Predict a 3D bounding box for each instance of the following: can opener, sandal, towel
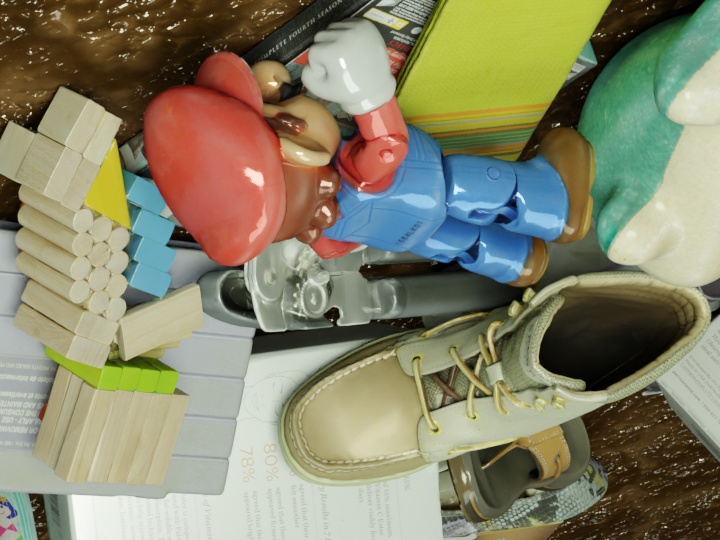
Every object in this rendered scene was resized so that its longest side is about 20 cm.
[{"bbox_3d":[0.000,0.000,1.177,0.067,0.054,0.199,-4,180,39],"label":"can opener"},{"bbox_3d":[0.099,0.098,1.366,0.054,0.082,0.200,-21,168,25],"label":"sandal"},{"bbox_3d":[0.056,-0.092,1.049,0.086,0.018,0.200,-8,152,-23],"label":"towel"}]

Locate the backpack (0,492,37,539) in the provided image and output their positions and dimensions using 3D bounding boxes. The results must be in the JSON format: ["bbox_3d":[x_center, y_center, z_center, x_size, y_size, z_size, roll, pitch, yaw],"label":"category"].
[{"bbox_3d":[-0.251,0.167,1.260,0.150,0.178,0.200,-1,153,-29],"label":"backpack"}]

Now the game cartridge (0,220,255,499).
[{"bbox_3d":[-0.148,0.044,1.137,0.199,0.038,0.130,7,104,-30],"label":"game cartridge"}]

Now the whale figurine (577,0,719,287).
[{"bbox_3d":[0.148,-0.076,1.056,0.159,0.104,0.200,-49,161,-6],"label":"whale figurine"}]

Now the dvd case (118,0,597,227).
[{"bbox_3d":[-0.009,-0.070,1.096,0.200,0.022,0.146,-34,148,32],"label":"dvd case"}]

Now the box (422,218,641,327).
[{"bbox_3d":[0.118,-0.008,1.239,0.199,0.039,0.041,-25,156,35],"label":"box"}]

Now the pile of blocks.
[{"bbox_3d":[-0.124,0.004,1.089,0.082,0.062,0.201,-21,122,-35],"label":"pile of blocks"}]

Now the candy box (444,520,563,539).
[{"bbox_3d":[0.018,0.170,1.546,0.199,0.056,0.116,0,149,-26],"label":"candy box"}]

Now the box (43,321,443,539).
[{"bbox_3d":[-0.066,0.102,1.258,0.199,0.125,0.097,-6,-176,-16],"label":"box"}]

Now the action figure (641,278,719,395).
[{"bbox_3d":[0.168,0.020,1.323,0.129,0.070,0.200,-10,158,-26],"label":"action figure"}]

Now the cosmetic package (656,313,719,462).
[{"bbox_3d":[0.259,0.026,1.258,0.200,0.085,0.108,-43,163,0],"label":"cosmetic package"}]

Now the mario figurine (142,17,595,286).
[{"bbox_3d":[0.000,-0.056,1.025,0.199,0.106,0.124,10,112,-27],"label":"mario figurine"}]

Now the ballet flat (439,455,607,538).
[{"bbox_3d":[0.080,0.128,1.481,0.199,0.072,0.072,-9,155,-31],"label":"ballet flat"}]

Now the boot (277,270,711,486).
[{"bbox_3d":[0.062,0.051,1.157,0.199,0.072,0.155,-15,175,-11],"label":"boot"}]
